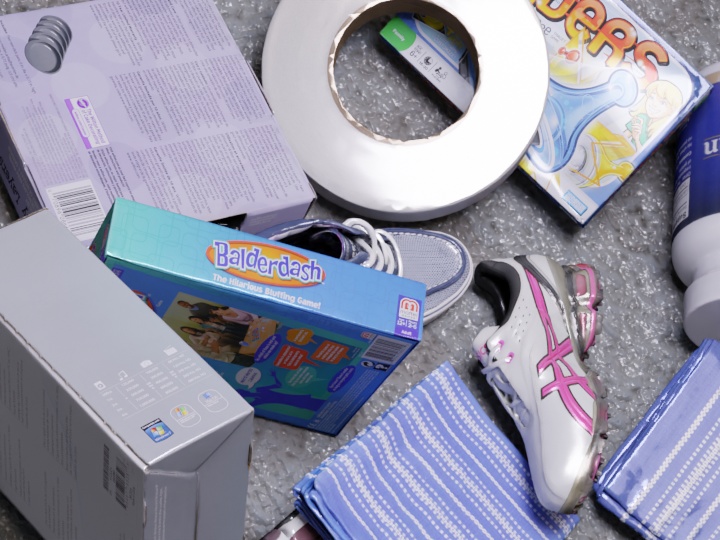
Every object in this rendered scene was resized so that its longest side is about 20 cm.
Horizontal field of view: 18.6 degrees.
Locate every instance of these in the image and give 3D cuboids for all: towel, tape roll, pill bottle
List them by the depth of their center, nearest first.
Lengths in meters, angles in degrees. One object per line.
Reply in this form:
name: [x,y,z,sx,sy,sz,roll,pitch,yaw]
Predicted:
towel: [0.053,0.150,1.395,0.145,0.024,0.200,49,37,3]
towel: [0.272,0.159,1.494,0.200,0.024,0.145,39,73,-1]
tape roll: [0.030,-0.134,1.516,0.203,0.037,0.203,0,80,-2]
pill bottle: [0.282,-0.044,1.577,0.116,0.116,0.200,15,59,-15]

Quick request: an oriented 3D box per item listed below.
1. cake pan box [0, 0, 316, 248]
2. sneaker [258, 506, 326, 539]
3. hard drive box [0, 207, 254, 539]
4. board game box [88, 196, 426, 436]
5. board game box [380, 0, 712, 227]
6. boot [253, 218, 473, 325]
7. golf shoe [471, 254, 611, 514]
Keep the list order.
cake pan box: [-0.149,-0.090,1.447,0.184,0.052,0.200,-16,65,-27]
sneaker: [-0.049,0.227,1.320,0.200,0.076,0.116,-38,86,-34]
hard drive box: [-0.154,0.088,1.260,0.077,0.156,0.200,-28,54,-32]
board game box: [-0.079,0.033,1.362,0.200,0.152,0.045,16,58,-16]
board game box: [0.132,-0.148,1.566,0.200,0.034,0.135,43,91,7]
boot: [0.000,0.000,1.449,0.200,0.090,0.073,-14,70,-28]
golf shoe: [0.116,0.076,1.472,0.092,0.073,0.200,9,49,-11]
